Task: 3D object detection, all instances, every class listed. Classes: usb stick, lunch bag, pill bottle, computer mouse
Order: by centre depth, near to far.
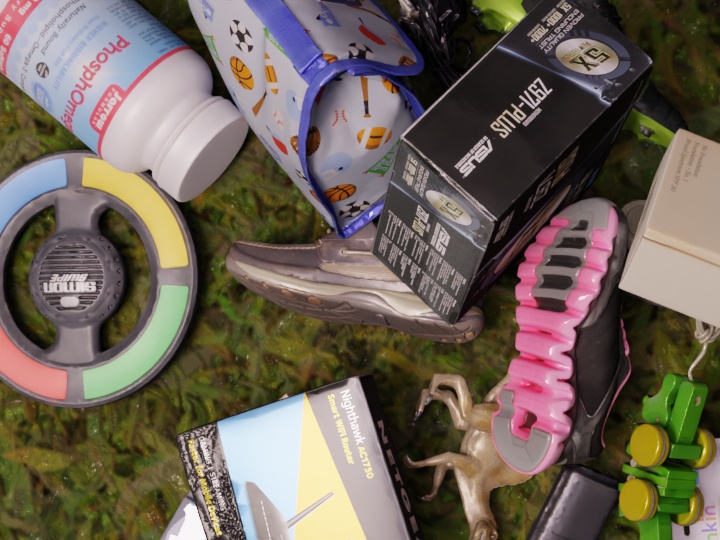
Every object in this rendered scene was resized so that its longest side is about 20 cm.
[{"bbox_3d":[-0.035,-0.147,1.315,0.124,0.200,0.170,-38,62,0],"label":"lunch bag"},{"bbox_3d":[0.129,0.233,1.362,0.033,0.055,0.201,31,96,55],"label":"usb stick"},{"bbox_3d":[0.044,-0.229,1.362,0.052,0.139,0.201,-6,67,15],"label":"computer mouse"},{"bbox_3d":[-0.184,-0.146,1.415,0.200,0.109,0.109,40,96,11],"label":"pill bottle"}]

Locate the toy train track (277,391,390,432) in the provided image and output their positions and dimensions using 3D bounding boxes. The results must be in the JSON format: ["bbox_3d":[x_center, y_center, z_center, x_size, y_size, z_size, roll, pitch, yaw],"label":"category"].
[{"bbox_3d":[0.002,0.175,1.399,0.115,0.033,0.200,-39,87,17],"label":"toy train track"}]

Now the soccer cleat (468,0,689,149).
[{"bbox_3d":[0.169,-0.167,1.365,0.200,0.068,0.081,40,85,12],"label":"soccer cleat"}]

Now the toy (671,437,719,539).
[{"bbox_3d":[0.319,0.173,1.324,0.199,0.047,0.116,-5,85,11],"label":"toy"}]

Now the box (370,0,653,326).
[{"bbox_3d":[0.099,-0.074,1.281,0.086,0.200,0.164,42,70,11],"label":"box"}]

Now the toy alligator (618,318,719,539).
[{"bbox_3d":[0.217,0.116,1.333,0.054,0.059,0.201,16,97,54],"label":"toy alligator"}]

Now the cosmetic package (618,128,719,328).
[{"bbox_3d":[0.288,-0.007,1.271,0.199,0.073,0.104,20,52,4],"label":"cosmetic package"}]

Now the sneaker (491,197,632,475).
[{"bbox_3d":[0.159,0.048,1.328,0.079,0.095,0.201,23,101,51],"label":"sneaker"}]

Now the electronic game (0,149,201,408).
[{"bbox_3d":[-0.220,0.006,1.451,0.199,0.042,0.201,0,88,12],"label":"electronic game"}]

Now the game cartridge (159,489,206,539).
[{"bbox_3d":[-0.073,0.264,1.411,0.199,0.041,0.134,32,91,12],"label":"game cartridge"}]

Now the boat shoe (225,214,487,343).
[{"bbox_3d":[0.000,0.000,1.396,0.199,0.075,0.074,13,75,6],"label":"boat shoe"}]

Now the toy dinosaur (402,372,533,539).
[{"bbox_3d":[0.093,0.112,1.382,0.101,0.058,0.201,20,90,-4],"label":"toy dinosaur"}]

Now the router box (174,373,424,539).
[{"bbox_3d":[-0.034,0.191,1.355,0.148,0.051,0.201,-19,87,13],"label":"router box"}]

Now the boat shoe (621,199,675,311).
[{"bbox_3d":[0.272,0.014,1.342,0.199,0.072,0.068,20,129,6],"label":"boat shoe"}]
